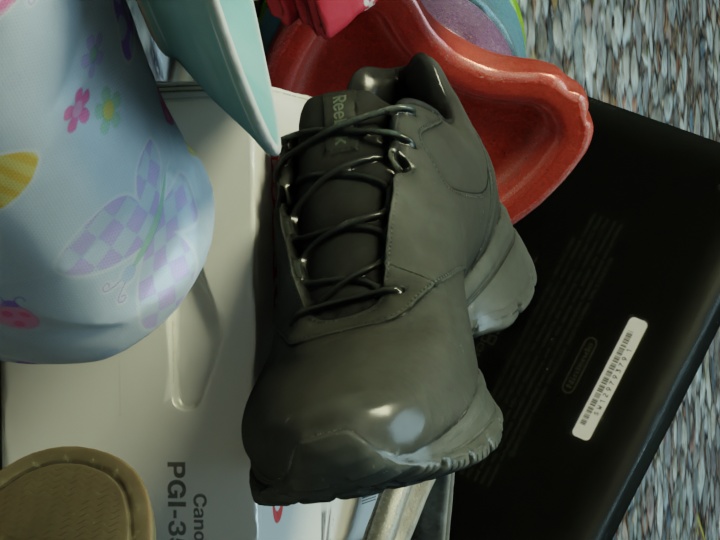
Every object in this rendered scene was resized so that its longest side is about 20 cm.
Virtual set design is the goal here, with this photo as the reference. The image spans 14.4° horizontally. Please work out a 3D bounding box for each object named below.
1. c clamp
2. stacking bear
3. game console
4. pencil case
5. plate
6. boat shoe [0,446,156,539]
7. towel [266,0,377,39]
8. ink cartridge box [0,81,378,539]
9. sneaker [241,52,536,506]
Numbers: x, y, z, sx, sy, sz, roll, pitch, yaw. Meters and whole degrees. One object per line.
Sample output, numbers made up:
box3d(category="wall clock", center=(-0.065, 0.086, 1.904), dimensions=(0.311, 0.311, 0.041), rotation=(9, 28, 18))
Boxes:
box3d(category="c clamp", center=(0.006, 0.143, 0.962), dimensions=(0.171, 0.027, 0.201), rotation=(-61, 162, -45))
box3d(category="stacking bear", center=(0.014, -0.102, 1.120), dimensions=(0.114, 0.121, 0.201), rotation=(-52, -160, 30))
box3d(category="game console", center=(0.070, 0.041, 1.129), dimensions=(0.116, 0.175, 0.201), rotation=(38, 77, -54))
box3d(category="pencil case", center=(-0.097, -0.062, 0.709), dimensions=(0.200, 0.082, 0.091), rotation=(69, 30, -53))
box3d(category="plate", center=(-0.057, -0.124, 0.739), dimensions=(0.200, 0.025, 0.202), rotation=(-15, 90, -87))
box3d(category="boat shoe", center=(-0.099, 0.144, 0.739), dimensions=(0.068, 0.071, 0.201), rotation=(76, 28, -56))
box3d(category="towel", center=(0.032, -0.179, 0.876), dimensions=(0.200, 0.022, 0.145), rotation=(-40, 136, -24))
box3d(category="ink cartridge box", center=(-0.045, 0.017, 0.913), dimensions=(0.200, 0.082, 0.148), rotation=(1, 88, -76))
box3d(category="sneaker", center=(0.000, 0.000, 0.810), dimensions=(0.200, 0.075, 0.091), rotation=(-74, 149, -67))
